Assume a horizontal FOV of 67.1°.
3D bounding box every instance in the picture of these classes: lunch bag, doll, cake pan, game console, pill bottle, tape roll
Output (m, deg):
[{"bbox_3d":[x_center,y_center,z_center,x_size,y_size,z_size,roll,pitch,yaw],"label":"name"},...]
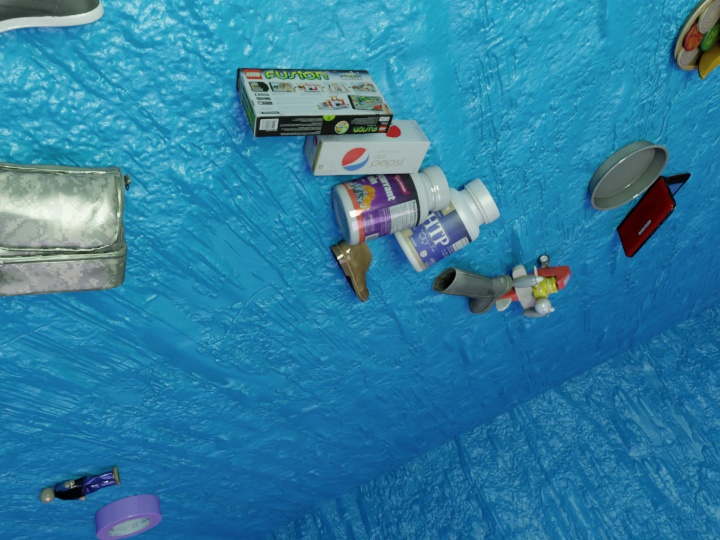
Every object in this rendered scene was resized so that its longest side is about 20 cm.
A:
[{"bbox_3d":[-0.426,-0.069,0.744,0.198,0.140,0.169,-2,124,-31],"label":"lunch bag"},{"bbox_3d":[-0.776,0.603,1.506,0.198,0.049,0.137,-9,142,-23],"label":"doll"},{"bbox_3d":[0.629,-0.226,1.290,0.198,0.037,0.201,-17,145,-12],"label":"cake pan"},{"bbox_3d":[0.793,-0.145,1.443,0.117,0.174,0.201,12,138,-6],"label":"game console"},{"bbox_3d":[0.057,-0.126,0.990,0.198,0.112,0.112,-18,146,-12],"label":"pill bottle"},{"bbox_3d":[-0.762,0.812,1.787,0.198,0.066,0.201,-18,147,-12],"label":"tape roll"},{"bbox_3d":[0.171,-0.096,1.098,0.199,0.120,0.120,-31,146,8],"label":"pill bottle"}]

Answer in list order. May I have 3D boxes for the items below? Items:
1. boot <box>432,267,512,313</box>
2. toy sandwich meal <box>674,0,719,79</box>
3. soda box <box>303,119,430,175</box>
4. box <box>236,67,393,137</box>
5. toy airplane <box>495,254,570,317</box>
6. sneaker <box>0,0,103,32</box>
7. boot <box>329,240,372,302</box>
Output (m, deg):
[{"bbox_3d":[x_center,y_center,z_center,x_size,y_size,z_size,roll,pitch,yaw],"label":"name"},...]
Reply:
[{"bbox_3d":[0.274,0.056,1.417,0.198,0.073,0.182,-2,145,-30],"label":"boot"},{"bbox_3d":[0.680,-0.445,0.994,0.203,0.071,0.206,-17,146,-12],"label":"toy sandwich meal"},{"bbox_3d":[0.011,-0.204,0.897,0.198,0.064,0.068,-6,142,-26],"label":"soda box"},{"bbox_3d":[-0.063,-0.237,0.761,0.198,0.111,0.035,-8,144,-23],"label":"box"},{"bbox_3d":[0.462,0.064,1.482,0.198,0.142,0.200,3,134,-25],"label":"toy airplane"},{"bbox_3d":[-0.369,-0.292,0.532,0.198,0.071,0.100,-18,145,-21],"label":"sneaker"},{"bbox_3d":[0.000,0.000,1.170,0.075,0.074,0.201,-32,145,-7],"label":"boot"}]
